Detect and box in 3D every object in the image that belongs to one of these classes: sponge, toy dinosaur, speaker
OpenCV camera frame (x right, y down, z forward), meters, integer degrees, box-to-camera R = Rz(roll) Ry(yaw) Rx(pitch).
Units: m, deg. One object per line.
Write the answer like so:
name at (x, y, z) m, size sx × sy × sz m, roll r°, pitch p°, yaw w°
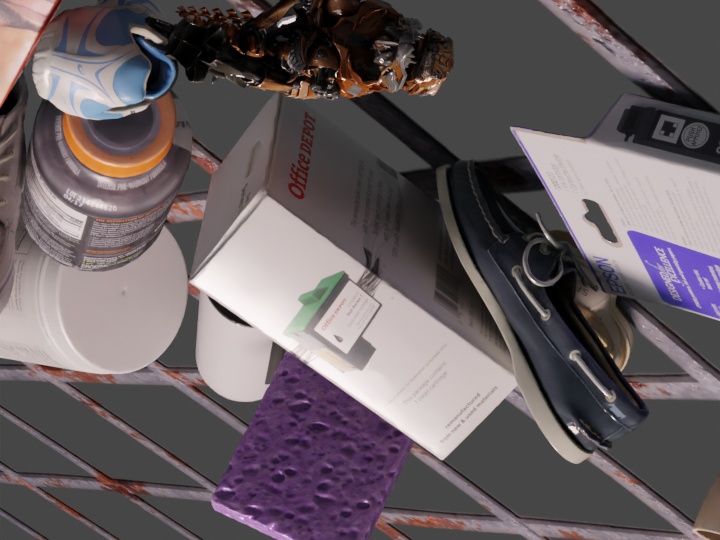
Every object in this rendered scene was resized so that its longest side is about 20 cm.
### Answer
sponge at (-0.015, 0.105, 1.771) m, size 0.111 × 0.201 × 0.030 m, roll 23°, pitch 159°, yaw 9°
toy dinosaur at (-0.040, -0.126, 1.378) m, size 0.200 × 0.103 × 0.135 m, roll -16°, pitch 152°, yaw 41°
speaker at (-0.083, 0.034, 1.863) m, size 0.081 × 0.081 × 0.200 m, roll 26°, pitch 161°, yaw 4°

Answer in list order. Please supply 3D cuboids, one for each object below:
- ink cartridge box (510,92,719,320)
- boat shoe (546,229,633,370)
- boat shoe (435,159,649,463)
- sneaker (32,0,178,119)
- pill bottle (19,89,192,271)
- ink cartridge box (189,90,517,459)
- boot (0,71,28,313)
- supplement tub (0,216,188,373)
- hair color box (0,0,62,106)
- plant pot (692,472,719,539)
ink cartridge box at (0.202, -0.024, 1.377) m, size 0.199 × 0.044 × 0.198 m, roll 15°, pitch 159°, yaw 29°
boat shoe at (0.132, 0.043, 1.611) m, size 0.073 × 0.069 × 0.200 m, roll 21°, pitch 160°, yaw 18°
boat shoe at (0.107, 0.015, 1.483) m, size 0.062 × 0.201 × 0.075 m, roll -32°, pitch 157°, yaw 19°
sneaker at (-0.136, -0.122, 1.444) m, size 0.072 × 0.072 × 0.200 m, roll 22°, pitch -167°, yaw 1°
pill bottle at (-0.169, -0.073, 1.660) m, size 0.106 × 0.107 × 0.200 m, roll 28°, pitch 161°, yaw -3°
ink cartridge box at (0.000, 0.000, 1.533) m, size 0.200 × 0.146 × 0.084 m, roll 36°, pitch 115°, yaw -15°
boot at (-0.254, -0.060, 1.618) m, size 0.073 × 0.200 × 0.096 m, roll 4°, pitch 134°, yaw -10°
supplement tub at (-0.243, 0.009, 1.939) m, size 0.200 × 0.132 × 0.132 m, roll 7°, pitch 153°, yaw 47°
hair color box at (-0.204, -0.189, 1.362) m, size 0.111 × 0.064 × 0.200 m, roll 29°, pitch 140°, yaw -7°
plant pot at (0.310, 0.123, 1.451) m, size 0.200 × 0.135 × 0.200 m, roll 21°, pitch 174°, yaw 2°
